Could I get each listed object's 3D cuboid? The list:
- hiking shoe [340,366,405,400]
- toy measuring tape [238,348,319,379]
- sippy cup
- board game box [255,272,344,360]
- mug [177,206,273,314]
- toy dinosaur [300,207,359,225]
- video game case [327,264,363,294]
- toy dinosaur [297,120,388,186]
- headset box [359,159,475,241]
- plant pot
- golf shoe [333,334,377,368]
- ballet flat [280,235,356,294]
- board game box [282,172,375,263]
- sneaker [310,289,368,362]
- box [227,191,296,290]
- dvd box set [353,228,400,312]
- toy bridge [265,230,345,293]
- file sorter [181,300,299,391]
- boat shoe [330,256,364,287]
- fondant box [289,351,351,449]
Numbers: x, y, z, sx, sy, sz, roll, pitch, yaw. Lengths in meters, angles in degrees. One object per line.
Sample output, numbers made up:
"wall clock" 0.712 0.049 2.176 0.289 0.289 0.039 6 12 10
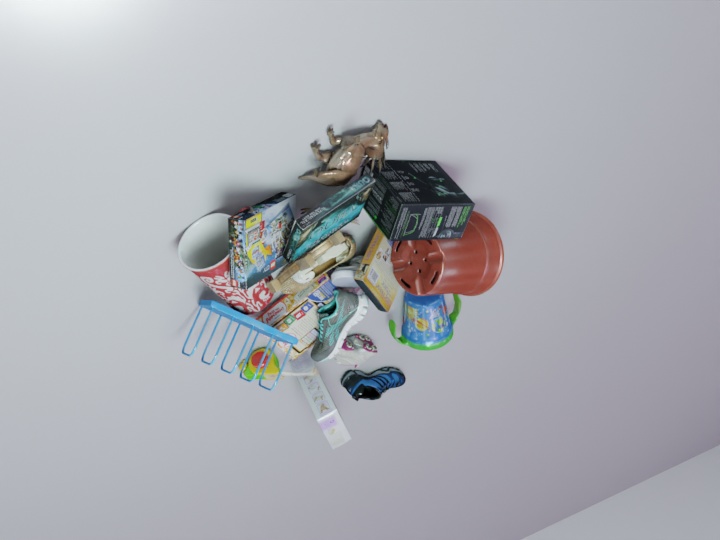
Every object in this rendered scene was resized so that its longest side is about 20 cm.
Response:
"hiking shoe" 0.044 0.315 2.066 0.199 0.087 0.075 -1 129 -32
"toy measuring tape" -0.192 0.218 1.810 0.199 0.074 0.074 -4 140 14
"sippy cup" 0.163 0.109 1.928 0.178 0.139 0.131 -51 142 -44
"board game box" -0.122 0.102 1.767 0.200 0.046 0.152 -38 138 3
"mug" -0.242 -0.015 1.551 0.177 0.134 0.200 -31 142 0
"toy dinosaur" -0.098 -0.089 1.640 0.199 0.058 0.101 -31 156 -16
"video game case" -0.054 0.051 1.811 0.199 0.018 0.144 15 120 -40
"toy dinosaur" -0.024 -0.217 1.537 0.200 0.086 0.135 -41 145 16
"headset box" 0.118 -0.150 1.616 0.199 0.174 0.093 -5 130 -31
"plant pot" 0.184 -0.028 1.716 0.195 0.201 0.202 -10 135 -46
"golf shoe" -0.047 0.200 1.915 0.199 0.076 0.092 20 120 -41
"ballet flat" -0.097 -0.019 1.677 0.199 0.071 0.065 -36 176 -8
"board game box" -0.063 -0.104 1.524 0.200 0.028 0.135 -37 168 -30
"sneaker" -0.069 0.119 1.741 0.091 0.078 0.201 24 110 -28
"box" -0.187 -0.062 1.494 0.200 0.037 0.138 -38 135 -59
"dvd box set" 0.063 -0.026 1.721 0.146 0.029 0.201 50 58 -49
"toy bridge" -0.116 -0.017 1.606 0.200 0.067 0.027 -39 98 -25
"file sorter" -0.258 0.157 1.610 0.199 0.139 0.123 27 78 -19
"boat shoe" 0.000 0.000 1.746 0.073 0.066 0.199 -20 166 33
"fondant box" -0.100 0.319 1.894 0.058 0.200 0.145 -28 137 -7
